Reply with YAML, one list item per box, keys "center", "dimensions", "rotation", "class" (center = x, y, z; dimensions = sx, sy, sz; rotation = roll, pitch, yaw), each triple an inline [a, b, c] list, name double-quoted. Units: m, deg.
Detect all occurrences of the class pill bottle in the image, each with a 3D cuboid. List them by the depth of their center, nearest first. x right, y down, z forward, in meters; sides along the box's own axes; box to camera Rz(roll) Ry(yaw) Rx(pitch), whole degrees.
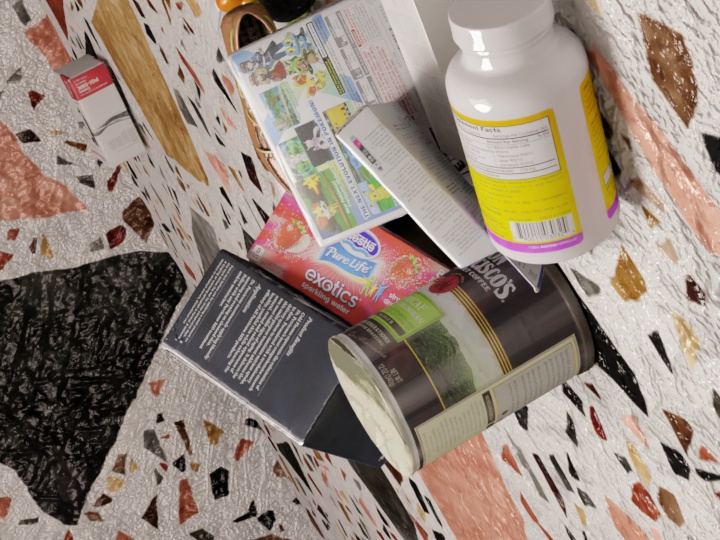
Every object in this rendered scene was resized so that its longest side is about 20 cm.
- center: [0.123, -0.110, 1.154]
  dimensions: [0.104, 0.104, 0.200]
  rotation: [44, 158, 52]
  class: "pill bottle"

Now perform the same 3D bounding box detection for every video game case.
- center: [0.000, -0.141, 1.432]
  dimensions: [0.200, 0.182, 0.022]
  rotation: [64, -159, -12]
  class: "video game case"

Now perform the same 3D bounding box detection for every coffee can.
- center: [0.092, 0.077, 1.447]
  dimensions: [0.146, 0.200, 0.146]
  rotation: [55, 165, 22]
  class: "coffee can"

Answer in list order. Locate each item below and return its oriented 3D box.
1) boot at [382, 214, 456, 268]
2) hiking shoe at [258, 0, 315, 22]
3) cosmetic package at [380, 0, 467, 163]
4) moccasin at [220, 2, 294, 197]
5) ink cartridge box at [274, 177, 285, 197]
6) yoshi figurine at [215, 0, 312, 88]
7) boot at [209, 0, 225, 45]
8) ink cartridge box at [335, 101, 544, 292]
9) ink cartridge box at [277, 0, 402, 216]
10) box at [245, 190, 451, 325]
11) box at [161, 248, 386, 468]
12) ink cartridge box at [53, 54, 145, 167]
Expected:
- center: [0.041, 0.012, 1.711]
  dimensions: [0.200, 0.077, 0.155]
  rotation: [62, 155, 18]
  class: "boot"
- center: [-0.083, -0.342, 1.531]
  dimensions: [0.101, 0.076, 0.200]
  rotation: [-123, 24, -51]
  class: "hiking shoe"
- center: [0.069, -0.187, 1.311]
  dimensions: [0.200, 0.051, 0.083]
  rotation: [66, 169, -23]
  class: "cosmetic package"
- center: [-0.076, -0.160, 1.522]
  dimensions: [0.078, 0.073, 0.202]
  rotation: [-123, 17, -74]
  class: "moccasin"
- center: [-0.069, -0.142, 1.820]
  dimensions: [0.200, 0.067, 0.117]
  rotation: [110, 141, -74]
  class: "ink cartridge box"
- center: [-0.085, -0.231, 1.627]
  dimensions: [0.200, 0.112, 0.112]
  rotation: [62, 175, 19]
  class: "yoshi figurine"
- center: [-0.111, -0.252, 1.841]
  dimensions: [0.096, 0.074, 0.200]
  rotation: [48, 171, 25]
  class: "boot"
- center: [0.071, -0.056, 1.314]
  dimensions: [0.200, 0.043, 0.196]
  rotation: [49, -170, 1]
  class: "ink cartridge box"
- center: [0.008, -0.161, 1.522]
  dimensions: [0.200, 0.083, 0.147]
  rotation: [64, 168, -13]
  class: "ink cartridge box"
- center: [0.000, 0.000, 1.588]
  dimensions: [0.200, 0.100, 0.095]
  rotation: [32, -178, 20]
  class: "box"
- center: [-0.059, 0.094, 1.620]
  dimensions: [0.196, 0.124, 0.200]
  rotation: [34, -178, 27]
  class: "box"
- center: [-0.521, -0.318, 3.155]
  dimensions: [0.147, 0.083, 0.200]
  rotation: [30, 147, 64]
  class: "ink cartridge box"
